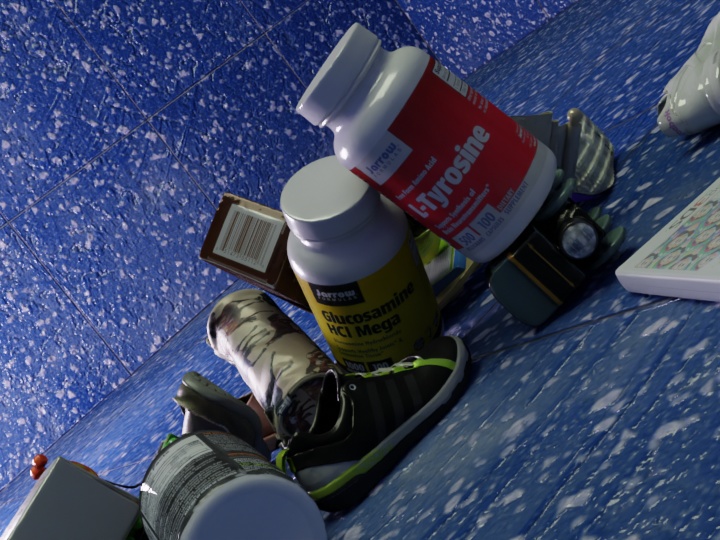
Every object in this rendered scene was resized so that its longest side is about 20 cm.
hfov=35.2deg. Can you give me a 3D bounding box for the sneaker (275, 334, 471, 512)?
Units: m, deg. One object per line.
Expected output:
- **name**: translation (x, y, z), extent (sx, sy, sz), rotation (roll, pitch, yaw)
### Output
- **sneaker**: translation (0.012, 0.101, 0.902), extent (0.200, 0.083, 0.071), rotation (-44, 11, -34)

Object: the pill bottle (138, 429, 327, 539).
- **pill bottle**: translation (-0.103, 0.178, 0.831), extent (0.106, 0.107, 0.200), rotation (-40, 16, -13)

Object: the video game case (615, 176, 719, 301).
- **video game case**: translation (0.277, -0.047, 0.749), extent (0.182, 0.024, 0.200), rotation (-40, 9, -8)

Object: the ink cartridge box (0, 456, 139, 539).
- **ink cartridge box**: translation (-0.267, 0.259, 0.908), extent (0.202, 0.083, 0.145), rotation (-62, 11, -23)

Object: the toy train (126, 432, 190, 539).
- **toy train**: translation (-0.191, 0.235, 0.981), extent (0.056, 0.041, 0.202), rotation (-9, 55, 59)

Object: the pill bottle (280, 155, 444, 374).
- **pill bottle**: translation (0.000, 0.000, 1.021), extent (0.111, 0.201, 0.113), rotation (-13, 41, 12)

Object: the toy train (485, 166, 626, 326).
- **toy train**: translation (0.156, -0.024, 0.976), extent (0.114, 0.085, 0.200), rotation (-47, 6, 10)

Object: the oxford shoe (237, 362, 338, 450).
- **oxford shoe**: translation (-0.069, 0.127, 1.174), extent (0.199, 0.072, 0.071), rotation (-32, 8, 30)

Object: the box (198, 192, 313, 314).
- **box**: translation (-0.062, -0.003, 1.135), extent (0.200, 0.099, 0.076), rotation (28, -97, -59)

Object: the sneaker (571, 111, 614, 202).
- **sneaker**: translation (0.210, -0.096, 1.193), extent (0.099, 0.070, 0.200), rotation (-42, 2, 26)

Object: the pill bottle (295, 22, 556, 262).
- **pill bottle**: translation (0.051, -0.106, 0.918), extent (0.113, 0.199, 0.112), rotation (-52, 11, 15)

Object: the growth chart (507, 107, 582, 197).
- **growth chart**: translation (0.112, -0.090, 1.038), extent (0.018, 0.197, 0.146), rotation (-109, 23, -46)

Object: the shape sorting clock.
- **shape sorting clock**: translation (0.070, 0.023, 1.224), extent (0.199, 0.039, 0.200), rotation (-41, 12, 11)

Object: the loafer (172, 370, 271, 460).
- **loafer**: translation (-0.134, 0.163, 1.074), extent (0.070, 0.075, 0.201), rotation (-53, -26, -20)

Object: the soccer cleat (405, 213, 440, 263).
- **soccer cleat**: translation (0.044, -0.037, 1.149), extent (0.083, 0.066, 0.199), rotation (4, -7, 29)

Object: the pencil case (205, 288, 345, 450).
- **pencil case**: translation (-0.085, 0.093, 1.114), extent (0.089, 0.078, 0.200), rotation (-38, 38, -9)

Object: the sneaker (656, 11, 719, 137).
- **sneaker**: translation (0.333, -0.192, 1.100), extent (0.099, 0.075, 0.200), rotation (-31, 11, 37)

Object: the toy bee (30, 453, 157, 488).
- **toy bee**: translation (-0.281, 0.232, 1.079), extent (0.132, 0.108, 0.200), rotation (-64, -5, 19)
